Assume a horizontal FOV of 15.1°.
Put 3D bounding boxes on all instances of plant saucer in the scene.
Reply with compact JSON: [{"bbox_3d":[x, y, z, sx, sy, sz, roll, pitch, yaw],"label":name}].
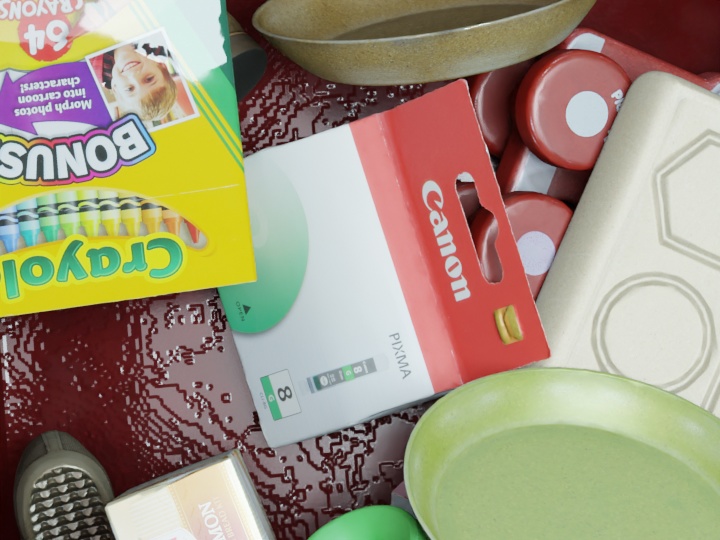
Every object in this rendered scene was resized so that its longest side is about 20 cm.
[{"bbox_3d":[0.041,-0.138,1.498,0.200,0.200,0.035,-10,108,-2],"label":"plant saucer"},{"bbox_3d":[0.118,0.123,1.373,0.200,0.200,0.031,10,126,-1],"label":"plant saucer"}]

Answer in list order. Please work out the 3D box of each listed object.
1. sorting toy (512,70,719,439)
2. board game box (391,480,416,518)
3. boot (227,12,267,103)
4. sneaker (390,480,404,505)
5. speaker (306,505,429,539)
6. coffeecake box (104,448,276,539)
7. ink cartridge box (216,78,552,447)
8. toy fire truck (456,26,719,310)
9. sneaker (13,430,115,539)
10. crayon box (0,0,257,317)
[{"bbox_3d":[0.205,0.013,1.470,0.200,0.036,0.185,24,88,0],"label":"sorting toy"},{"bbox_3d":[0.110,0.219,1.460,0.199,0.043,0.200,18,126,26],"label":"board game box"},{"bbox_3d":[-0.153,-0.086,1.555,0.200,0.074,0.075,-38,70,-7],"label":"boot"},{"bbox_3d":[0.083,0.124,1.518,0.200,0.073,0.077,-44,54,17],"label":"sneaker"},{"bbox_3d":[0.037,0.217,1.401,0.088,0.088,0.200,-30,120,-2],"label":"speaker"},{"bbox_3d":[-0.072,0.180,1.470,0.073,0.200,0.154,-22,89,-2],"label":"coffeecake box"},{"bbox_3d":[0.000,0.000,1.493,0.050,0.200,0.161,-16,87,-41],"label":"ink cartridge box"},{"bbox_3d":[0.134,-0.034,1.539,0.168,0.112,0.200,20,88,-19],"label":"toy fire truck"},{"bbox_3d":[-0.155,0.185,1.541,0.070,0.076,0.200,-7,110,-8],"label":"sneaker"},{"bbox_3d":[-0.165,-0.068,1.467,0.200,0.058,0.173,-8,102,-8],"label":"crayon box"}]
